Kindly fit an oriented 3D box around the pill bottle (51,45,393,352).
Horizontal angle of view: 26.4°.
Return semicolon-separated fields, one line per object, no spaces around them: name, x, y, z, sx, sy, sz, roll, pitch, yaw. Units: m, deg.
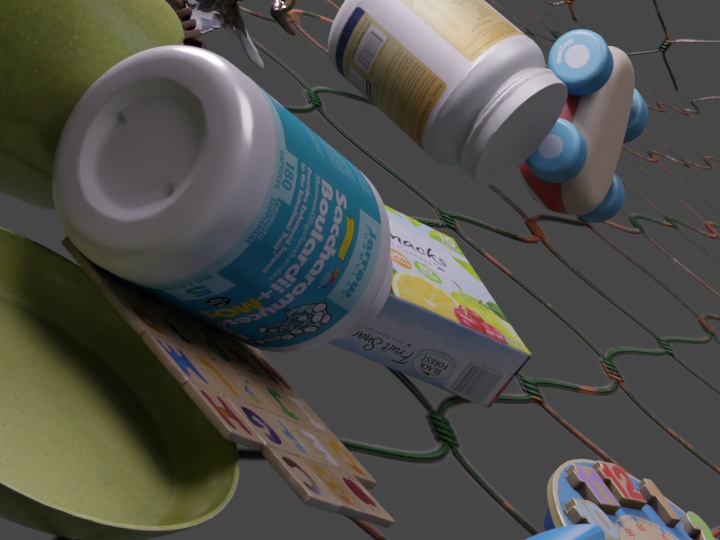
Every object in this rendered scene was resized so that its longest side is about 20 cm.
pill bottle;-0.055;-0.024;0.766;0.111;0.111;0.200;48;8;31

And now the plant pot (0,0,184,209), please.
plant pot;-0.191;-0.125;0.755;0.184;0.200;0.201;35;15;-45

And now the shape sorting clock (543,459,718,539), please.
shape sorting clock;0.192;0.185;0.908;0.200;0.039;0.200;32;18;-12

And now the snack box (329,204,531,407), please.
snack box;0.000;0.000;0.983;0.200;0.053;0.142;24;21;-34

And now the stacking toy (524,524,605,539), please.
stacking toy;0.092;0.209;0.603;0.200;0.116;0.110;55;25;14

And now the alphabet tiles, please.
alphabet tiles;-0.065;0.049;0.751;0.200;0.006;0.166;46;5;27

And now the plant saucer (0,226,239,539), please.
plant saucer;-0.142;0.047;0.645;0.200;0.031;0.200;33;18;-12

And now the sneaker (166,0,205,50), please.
sneaker;-0.152;-0.178;1.093;0.200;0.076;0.070;44;19;22

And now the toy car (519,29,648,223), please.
toy car;0.171;-0.157;1.589;0.200;0.177;0.184;14;-7;27

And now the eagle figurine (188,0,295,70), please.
eagle figurine;-0.148;-0.260;1.272;0.199;0.151;0.152;3;-18;-9

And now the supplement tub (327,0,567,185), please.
supplement tub;0.082;-0.189;1.445;0.200;0.145;0.144;45;20;20
